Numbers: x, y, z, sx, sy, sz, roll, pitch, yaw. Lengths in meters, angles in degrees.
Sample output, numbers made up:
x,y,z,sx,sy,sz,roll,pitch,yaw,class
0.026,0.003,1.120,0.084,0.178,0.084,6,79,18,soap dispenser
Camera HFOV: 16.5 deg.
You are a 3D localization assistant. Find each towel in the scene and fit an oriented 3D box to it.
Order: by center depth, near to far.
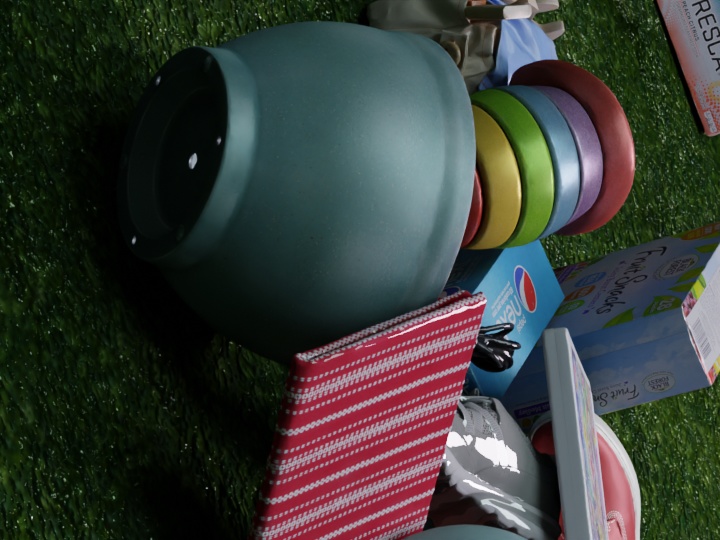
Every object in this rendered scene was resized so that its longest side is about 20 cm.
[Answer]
x,y,z,sx,sy,sz,roll,pitch,yaw,class
-0.007,0.109,1.318,0.144,0.022,0.201,-20,135,-43,towel

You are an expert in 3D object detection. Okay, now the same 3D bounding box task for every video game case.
x,y,z,sx,sy,sz,roll,pitch,yaw,class
0.137,0.124,1.551,0.200,0.018,0.144,52,32,-75,video game case

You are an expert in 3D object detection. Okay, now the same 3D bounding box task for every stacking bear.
x,y,z,sx,sy,sz,roll,pitch,yaw,class
0.071,-0.061,1.629,0.199,0.113,0.122,-17,96,-31,stacking bear

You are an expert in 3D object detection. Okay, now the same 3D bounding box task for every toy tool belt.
x,y,z,sx,sy,sz,roll,pitch,yaw,class
0.098,-0.153,1.773,0.200,0.122,0.126,8,67,-63,toy tool belt

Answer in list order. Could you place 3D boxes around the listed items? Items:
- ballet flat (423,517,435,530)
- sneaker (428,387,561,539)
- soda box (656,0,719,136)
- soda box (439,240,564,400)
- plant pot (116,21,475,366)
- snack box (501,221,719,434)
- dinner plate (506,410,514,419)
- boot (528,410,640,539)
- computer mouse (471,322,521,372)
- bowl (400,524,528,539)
x,y,z,sx,sy,sz,roll,pitch,yaw,class
0.025,0.119,1.521,0.068,0.068,0.201,-52,131,-72,ballet flat
0.047,0.100,1.452,0.200,0.074,0.082,41,49,-38,sneaker
0.334,-0.235,2.372,0.064,0.068,0.201,-25,95,-65,soda box
0.075,0.036,1.667,0.068,0.064,0.200,65,26,-13,soda box
-0.049,-0.049,1.354,0.134,0.200,0.202,14,58,-32,plant pot
0.185,0.040,1.766,0.068,0.168,0.200,67,26,-12,snack box
0.099,0.189,1.585,0.200,0.024,0.202,0,90,-76,dinner plate
0.153,0.204,1.666,0.144,0.072,0.201,-69,146,-63,boot
0.000,0.000,1.478,0.109,0.044,0.200,5,28,-42,computer mouse
0.071,0.246,1.341,0.199,0.105,0.202,-2,96,-23,bowl
